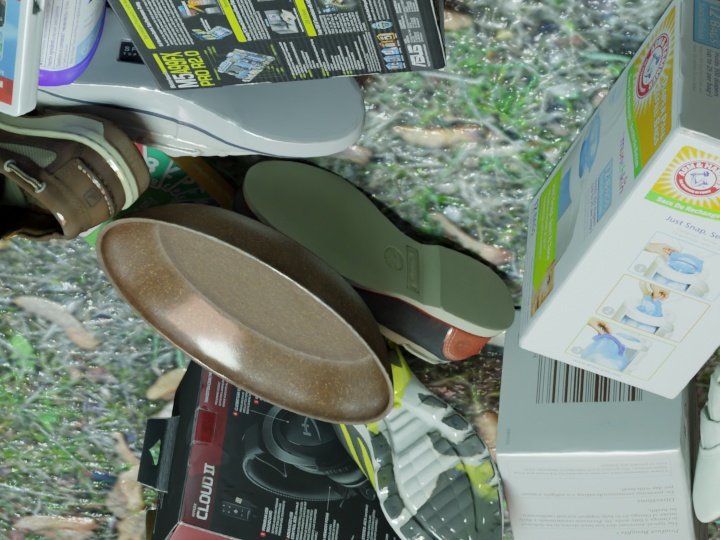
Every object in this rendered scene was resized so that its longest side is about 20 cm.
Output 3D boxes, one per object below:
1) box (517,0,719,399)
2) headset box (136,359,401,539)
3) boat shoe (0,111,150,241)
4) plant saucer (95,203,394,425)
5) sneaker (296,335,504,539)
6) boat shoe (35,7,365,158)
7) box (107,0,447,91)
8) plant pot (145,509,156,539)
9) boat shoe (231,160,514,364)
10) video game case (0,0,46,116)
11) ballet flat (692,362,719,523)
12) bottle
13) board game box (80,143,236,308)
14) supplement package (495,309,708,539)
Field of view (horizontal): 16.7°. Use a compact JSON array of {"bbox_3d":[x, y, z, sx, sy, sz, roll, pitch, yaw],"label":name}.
[{"bbox_3d":[0.175,-0.039,1.350,0.101,0.113,0.200,19,139,-13],"label":"box"},{"bbox_3d":[-0.045,0.140,1.571,0.199,0.150,0.077,16,139,-13],"label":"headset box"},{"bbox_3d":[-0.207,-0.049,1.370,0.202,0.075,0.075,0,131,50],"label":"boat shoe"},{"bbox_3d":[-0.061,0.019,1.430,0.199,0.037,0.201,25,157,11],"label":"plant saucer"},{"bbox_3d":[0.031,0.108,1.517,0.074,0.201,0.085,-29,156,-4],"label":"sneaker"},{"bbox_3d":[-0.096,-0.096,1.362,0.198,0.071,0.070,9,154,-2],"label":"boat shoe"},{"bbox_3d":[-0.043,-0.147,1.224,0.159,0.045,0.200,-4,165,6],"label":"box"},{"bbox_3d":[-0.035,0.240,1.687,0.198,0.187,0.187,-10,140,0],"label":"plant pot"},{"bbox_3d":[0.000,0.000,1.462,0.199,0.072,0.062,27,140,-29],"label":"boat shoe"},{"bbox_3d":[-0.209,-0.189,1.179,0.142,0.017,0.201,20,116,23],"label":"video game case"},{"bbox_3d":[0.249,0.059,1.457,0.069,0.070,0.200,33,102,-29],"label":"ballet flat"},{"bbox_3d":[-0.154,-0.180,1.239,0.065,0.084,0.200,12,145,-5],"label":"bottle"},{"bbox_3d":[-0.113,-0.026,1.478,0.095,0.030,0.200,-21,136,30],"label":"board game box"},{"bbox_3d":[0.157,0.128,1.552,0.116,0.118,0.201,-2,139,11],"label":"supplement package"}]
